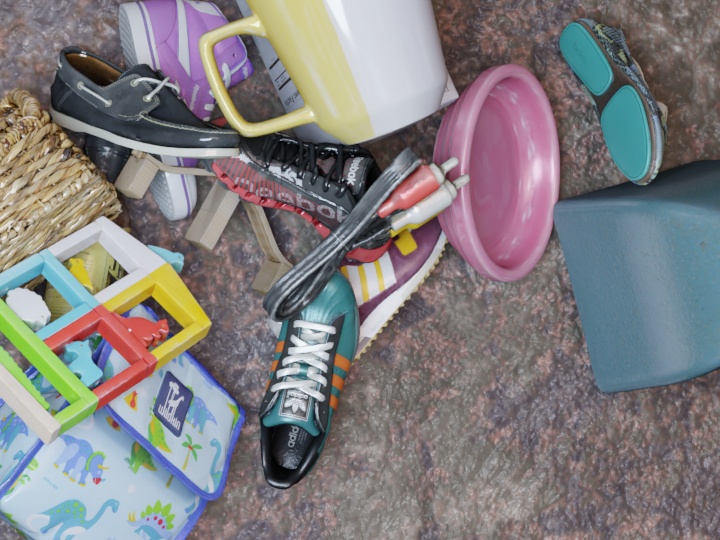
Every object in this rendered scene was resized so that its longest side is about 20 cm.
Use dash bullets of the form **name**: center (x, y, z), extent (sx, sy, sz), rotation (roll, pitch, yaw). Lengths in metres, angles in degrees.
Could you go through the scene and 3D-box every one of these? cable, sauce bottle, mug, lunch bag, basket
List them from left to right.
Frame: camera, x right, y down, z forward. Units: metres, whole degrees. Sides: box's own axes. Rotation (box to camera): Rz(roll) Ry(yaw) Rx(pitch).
- **basket**: center (-0.316, -0.052, 1.075), extent (0.200, 0.143, 0.149), rotation (-42, 81, -6)
- **sauce bottle**: center (-0.233, -0.018, 1.168), extent (0.065, 0.065, 0.200), rotation (10, 82, -17)
- **lunch bag**: center (-0.202, 0.142, 1.109), extent (0.200, 0.127, 0.170), rotation (-53, 126, -20)
- **mug**: center (-0.016, -0.183, 1.114), extent (0.153, 0.186, 0.149), rotation (68, 27, -10)
- **cable**: center (0.004, -0.027, 1.101), extent (0.200, 0.097, 0.050), rotation (-43, 73, -7)

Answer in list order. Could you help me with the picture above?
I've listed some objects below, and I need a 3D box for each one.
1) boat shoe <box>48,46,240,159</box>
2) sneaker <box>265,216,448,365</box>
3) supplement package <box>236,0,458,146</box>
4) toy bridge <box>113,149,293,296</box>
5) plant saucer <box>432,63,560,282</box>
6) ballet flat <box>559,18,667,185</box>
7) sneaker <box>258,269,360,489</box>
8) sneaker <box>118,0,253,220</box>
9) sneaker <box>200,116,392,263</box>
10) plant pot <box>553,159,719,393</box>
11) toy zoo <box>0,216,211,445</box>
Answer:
- **boat shoe**: center (-0.180, -0.135, 1.117), extent (0.072, 0.200, 0.068), rotation (-8, 115, -55)
- **sneaker**: center (0.000, 0.000, 1.239), extent (0.090, 0.075, 0.200), rotation (42, 72, -15)
- **supplement package**: center (-0.019, -0.214, 1.234), extent (0.121, 0.120, 0.200), rotation (-25, 92, -19)
- **toy bridge**: center (-0.127, -0.051, 1.179), extent (0.200, 0.027, 0.067), rotation (40, 73, -40)
- **plant saucer**: center (0.124, -0.090, 1.261), extent (0.200, 0.051, 0.201), rotation (-8, 100, -58)
- **ballet flat**: center (0.263, -0.168, 1.322), extent (0.074, 0.074, 0.200), rotation (-8, 60, -19)
- **sneaker**: center (-0.045, 0.096, 1.167), extent (0.071, 0.080, 0.200), rotation (11, 108, 4)
- **sneaker**: center (-0.143, -0.148, 1.212), extent (0.114, 0.073, 0.201), rotation (-8, 86, -22)
- **sneaker**: center (-0.042, -0.082, 1.159), extent (0.200, 0.098, 0.071), rotation (30, 55, -18)
- **plant pot**: center (0.334, -0.003, 1.271), extent (0.196, 0.200, 0.196), rotation (-17, 93, -24)
- **toy zoo**: center (-0.208, 0.034, 1.049), extent (0.131, 0.020, 0.200), rotation (44, 48, 13)
